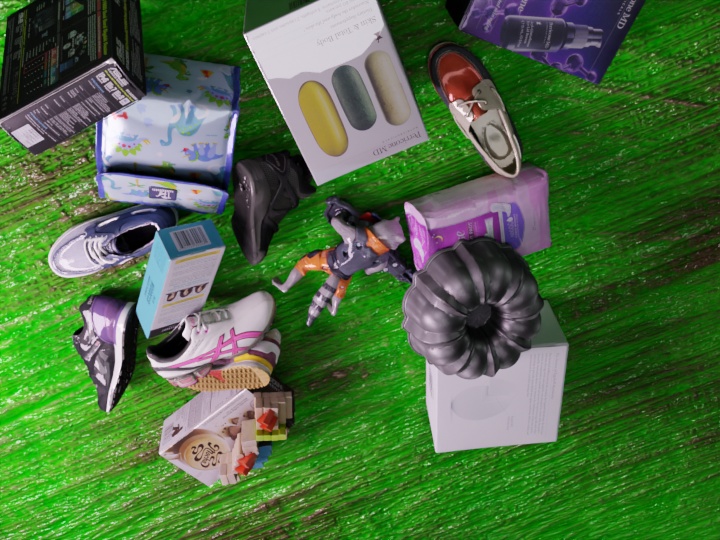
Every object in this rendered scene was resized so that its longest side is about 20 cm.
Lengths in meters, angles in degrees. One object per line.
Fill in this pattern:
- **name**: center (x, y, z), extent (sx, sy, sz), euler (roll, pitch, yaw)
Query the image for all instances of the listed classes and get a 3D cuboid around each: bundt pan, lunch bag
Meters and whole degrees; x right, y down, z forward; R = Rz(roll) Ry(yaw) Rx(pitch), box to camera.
- **bundt pan**: center (0.160, 0.063, 1.078), extent (0.200, 0.076, 0.204), euler (-7, 115, -14)
- **lunch bag**: center (-0.245, -0.159, 1.011), extent (0.169, 0.128, 0.201), euler (7, 135, -13)

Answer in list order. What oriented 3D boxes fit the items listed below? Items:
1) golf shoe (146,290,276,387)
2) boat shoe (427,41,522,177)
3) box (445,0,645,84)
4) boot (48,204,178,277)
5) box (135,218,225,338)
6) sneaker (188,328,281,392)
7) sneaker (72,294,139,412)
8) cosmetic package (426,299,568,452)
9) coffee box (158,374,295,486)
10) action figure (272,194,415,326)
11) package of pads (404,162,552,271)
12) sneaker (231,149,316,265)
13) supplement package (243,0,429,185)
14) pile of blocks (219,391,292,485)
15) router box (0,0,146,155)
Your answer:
- **golf shoe**: center (-0.212, 0.091, 1.150), extent (0.199, 0.073, 0.092), euler (-35, 142, -2)
- **boat shoe**: center (0.155, -0.208, 1.047), extent (0.071, 0.063, 0.200), euler (-28, 120, 15)
- **box**: center (0.223, -0.333, 0.947), extent (0.198, 0.105, 0.149), euler (15, 120, -14)
- **boot**: center (-0.347, -0.037, 1.086), extent (0.199, 0.090, 0.073), euler (-25, 107, 8)
- **box**: center (-0.251, 0.014, 1.102), extent (0.082, 0.049, 0.200), euler (-16, 154, -33)
- **sneaker**: center (-0.209, 0.132, 1.234), extent (0.198, 0.091, 0.075), euler (-2, 138, 27)
- **sneaker**: center (-0.393, 0.121, 1.215), extent (0.087, 0.076, 0.201), euler (17, 117, 1)
- **cosmetic package**: center (0.208, 0.166, 1.258), extent (0.198, 0.123, 0.201), euler (-4, 123, -2)
- **coffee box**: center (-0.214, 0.246, 1.295), extent (0.199, 0.080, 0.113), euler (-37, 120, 17)
- **action figure**: center (0.000, 0.000, 1.146), extent (0.199, 0.105, 0.193), euler (34, 121, -24)
- **package of pads**: center (0.168, -0.065, 1.111), extent (0.198, 0.076, 0.121), euler (-18, 120, -10)
- **sneaker**: center (-0.116, -0.087, 1.089), extent (0.114, 0.076, 0.200), euler (-24, 150, -26)
- **supplement package**: center (-0.028, -0.243, 0.953), extent (0.151, 0.151, 0.201), euler (-21, 123, 8)
- **pile of blocks**: center (-0.157, 0.275, 1.235), extent (0.082, 0.062, 0.201), euler (20, 120, -19)
- **router box**: center (-0.322, -0.243, 0.896), extent (0.149, 0.201, 0.062), euler (-24, 142, 12)
